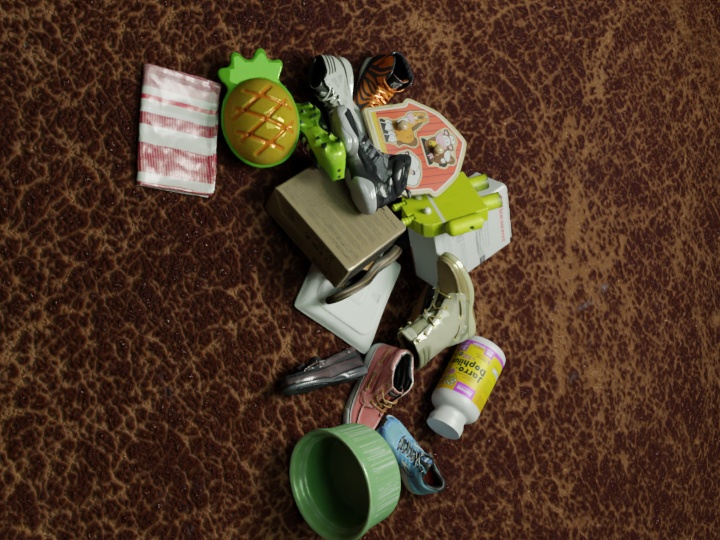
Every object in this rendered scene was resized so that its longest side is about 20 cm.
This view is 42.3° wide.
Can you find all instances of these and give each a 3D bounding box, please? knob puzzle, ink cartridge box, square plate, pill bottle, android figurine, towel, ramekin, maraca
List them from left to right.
[{"bbox_3d":[-0.301,-0.231,1.548,0.143,0.023,0.202,7,83,-38],"label":"towel"},{"bbox_3d":[-0.175,-0.277,1.597,0.136,0.107,0.202,-13,96,-19],"label":"maraca"},{"bbox_3d":[-0.044,-0.094,1.668,0.164,0.075,0.200,-36,80,-36],"label":"ink cartridge box"},{"bbox_3d":[-0.023,0.366,1.632,0.097,0.199,0.202,-11,94,-47],"label":"ramekin"},{"bbox_3d":[-0.014,0.027,1.766,0.198,0.028,0.201,36,66,-32],"label":"square plate"},{"bbox_3d":[0.117,-0.233,1.737,0.218,0.030,0.222,8,69,-22],"label":"knob puzzle"},{"bbox_3d":[0.159,-0.127,1.751,0.198,0.183,0.041,-14,134,-10],"label":"android figurine"},{"bbox_3d":[0.197,-0.079,1.833,0.199,0.083,0.146,-34,133,-25],"label":"ink cartridge box"},{"bbox_3d":[0.211,0.239,1.889,0.104,0.104,0.201,46,60,-28],"label":"pill bottle"}]

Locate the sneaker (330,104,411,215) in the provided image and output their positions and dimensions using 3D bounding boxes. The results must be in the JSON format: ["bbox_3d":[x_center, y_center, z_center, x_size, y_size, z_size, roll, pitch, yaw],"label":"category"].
[{"bbox_3d":[0.023,-0.205,1.648,0.113,0.075,0.202,-17,85,-18],"label":"sneaker"}]

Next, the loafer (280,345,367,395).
[{"bbox_3d":[-0.073,0.181,1.692,0.199,0.072,0.063,-6,71,-46],"label":"loafer"}]

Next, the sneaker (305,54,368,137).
[{"bbox_3d":[-0.055,-0.299,1.706,0.115,0.075,0.202,-6,81,-58],"label":"sneaker"}]

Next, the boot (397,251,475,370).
[{"bbox_3d":[0.138,0.079,1.755,0.154,0.072,0.201,-29,127,-24],"label":"boot"}]

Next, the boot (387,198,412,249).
[{"bbox_3d":[0.096,-0.158,1.842,0.198,0.073,0.163,-43,115,-28],"label":"boot"}]

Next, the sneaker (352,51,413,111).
[{"bbox_3d":[0.034,-0.333,1.774,0.077,0.112,0.202,24,72,-36],"label":"sneaker"}]

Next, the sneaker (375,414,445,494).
[{"bbox_3d":[0.103,0.356,1.801,0.200,0.090,0.079,53,58,-24],"label":"sneaker"}]

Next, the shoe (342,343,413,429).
[{"bbox_3d":[0.036,0.236,1.747,0.071,0.091,0.202,28,76,-36],"label":"shoe"}]

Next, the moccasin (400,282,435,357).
[{"bbox_3d":[0.134,0.091,1.862,0.073,0.078,0.203,24,75,-20],"label":"moccasin"}]

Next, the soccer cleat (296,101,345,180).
[{"bbox_3d":[-0.081,-0.231,1.652,0.067,0.200,0.082,-18,132,-15],"label":"soccer cleat"}]

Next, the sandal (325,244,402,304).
[{"bbox_3d":[0.000,0.000,1.714,0.200,0.082,0.055,-40,95,-32],"label":"sandal"}]
